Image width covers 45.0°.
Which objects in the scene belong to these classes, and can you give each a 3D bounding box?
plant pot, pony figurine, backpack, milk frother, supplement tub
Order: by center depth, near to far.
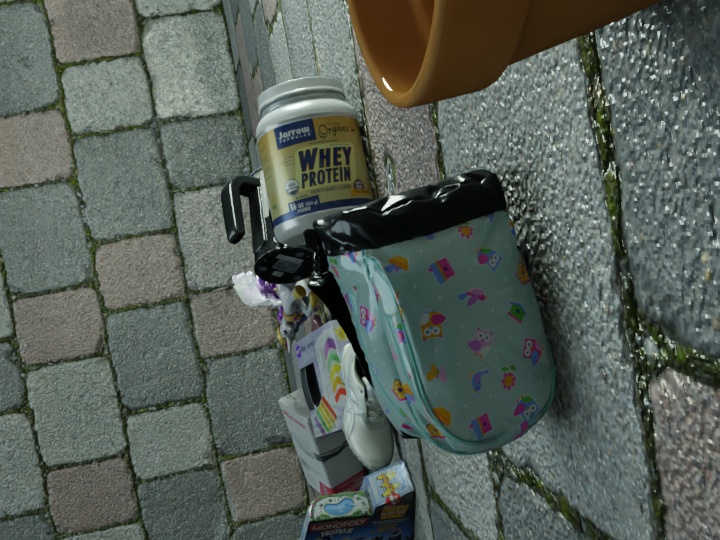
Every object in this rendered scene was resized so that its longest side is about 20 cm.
[{"bbox_3d":[0.070,-0.185,0.396,0.200,0.138,0.203,169,90,-79],"label":"plant pot"},{"bbox_3d":[0.060,0.038,0.656,0.126,0.165,0.202,173,80,-75],"label":"backpack"},{"bbox_3d":[-0.064,-0.147,1.184,0.144,0.143,0.202,137,121,-78],"label":"supplement tub"},{"bbox_3d":[-0.128,-0.112,1.535,0.180,0.199,0.190,30,-139,-47],"label":"milk frother"},{"bbox_3d":[-0.156,0.044,1.780,0.194,0.165,0.201,64,147,31],"label":"pony figurine"}]

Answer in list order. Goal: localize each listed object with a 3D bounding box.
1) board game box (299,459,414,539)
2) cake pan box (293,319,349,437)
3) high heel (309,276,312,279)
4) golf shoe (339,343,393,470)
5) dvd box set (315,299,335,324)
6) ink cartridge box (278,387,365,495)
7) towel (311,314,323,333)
[{"bbox_3d":[0.003,0.377,1.322,0.062,0.198,0.201,-113,30,-47],"label":"board game box"},{"bbox_3d":[-0.050,0.196,1.563,0.200,0.052,0.186,-32,67,61],"label":"cake pan box"},{"bbox_3d":[-0.111,0.005,1.612,0.201,0.141,0.072,-114,17,-54],"label":"high heel"},{"bbox_3d":[0.011,0.203,1.326,0.097,0.077,0.202,127,132,-71],"label":"golf shoe"},{"bbox_3d":[-0.065,0.077,1.750,0.200,0.029,0.148,-120,22,-62],"label":"dvd box set"},{"bbox_3d":[-0.074,0.344,1.731,0.144,0.084,0.202,16,128,60],"label":"ink cartridge box"},{"bbox_3d":[-0.042,0.198,1.657,0.201,0.023,0.145,54,156,35],"label":"towel"}]
